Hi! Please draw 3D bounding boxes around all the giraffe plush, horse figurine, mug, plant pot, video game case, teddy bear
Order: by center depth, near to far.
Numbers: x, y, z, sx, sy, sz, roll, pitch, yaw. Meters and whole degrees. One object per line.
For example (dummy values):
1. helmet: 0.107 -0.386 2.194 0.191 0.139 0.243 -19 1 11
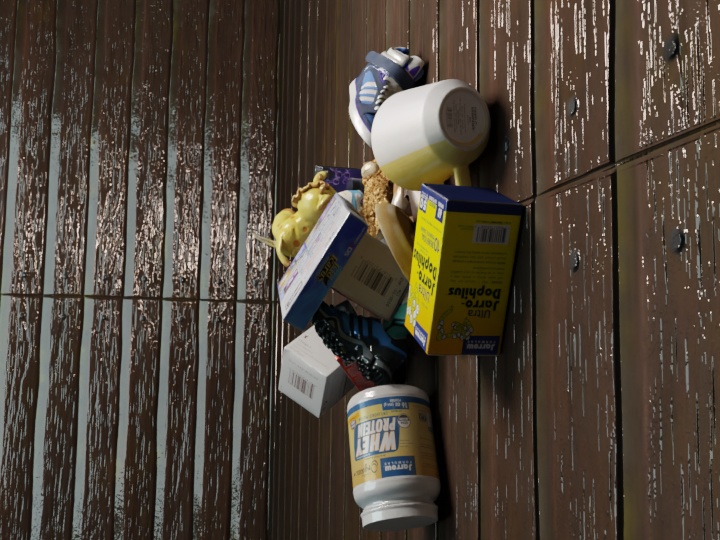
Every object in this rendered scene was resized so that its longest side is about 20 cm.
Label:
1. mug: 0.123 -0.188 1.038 0.150 0.187 0.152 -48 15 -18
2. plant pot: 0.086 -0.021 1.101 0.202 0.027 0.201 55 -166 -20
3. video game case: -0.067 -0.020 1.212 0.202 0.045 0.182 -57 17 8
4. horse figurine: 0.084 -0.114 1.290 0.132 0.048 0.206 147 124 -72
5. teddy bear: 0.031 -0.147 1.414 0.145 0.065 0.205 127 152 -65
6. giraffe plush: -0.094 -0.103 1.416 0.163 0.198 0.174 -52 55 19

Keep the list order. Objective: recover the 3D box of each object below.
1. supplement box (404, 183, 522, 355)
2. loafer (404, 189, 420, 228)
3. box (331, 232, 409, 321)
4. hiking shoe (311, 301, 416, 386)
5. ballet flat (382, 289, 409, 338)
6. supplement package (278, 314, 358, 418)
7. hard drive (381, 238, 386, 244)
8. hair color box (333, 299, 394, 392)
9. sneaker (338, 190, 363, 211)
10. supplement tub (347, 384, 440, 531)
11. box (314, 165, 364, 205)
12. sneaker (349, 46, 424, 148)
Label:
1. supplement box: 0.133 -0.002 0.959 0.109 0.106 0.206 -130 43 -69
2. loafer: 0.092 -0.144 1.173 0.071 0.072 0.204 -41 43 36
3. box: 0.000 0.000 1.288 0.111 0.126 0.200 -60 15 -3
4. hiking shoe: -0.005 0.107 1.211 0.199 0.086 0.075 39 151 23
5. ballet flat: 0.082 0.070 1.240 0.200 0.065 0.073 143 134 -71
6. supplement package: -0.061 0.184 1.491 0.199 0.115 0.120 -35 -35 -48
7. hard drive: 0.053 -0.025 1.449 0.201 0.026 0.135 -114 30 -62
8. hair color box: 0.000 0.160 1.340 0.202 0.063 0.112 61 -176 -48
9. sneaker: -0.009 -0.067 1.516 0.076 0.079 0.205 -150 45 -72
10. supplement tub: 0.054 0.302 1.161 0.145 0.140 0.205 117 152 -58
11. box: -0.034 -0.122 1.583 0.079 0.137 0.206 -142 55 -73
12. sneaker: 0.054 -0.319 1.284 0.145 0.080 0.203 -35 41 25
